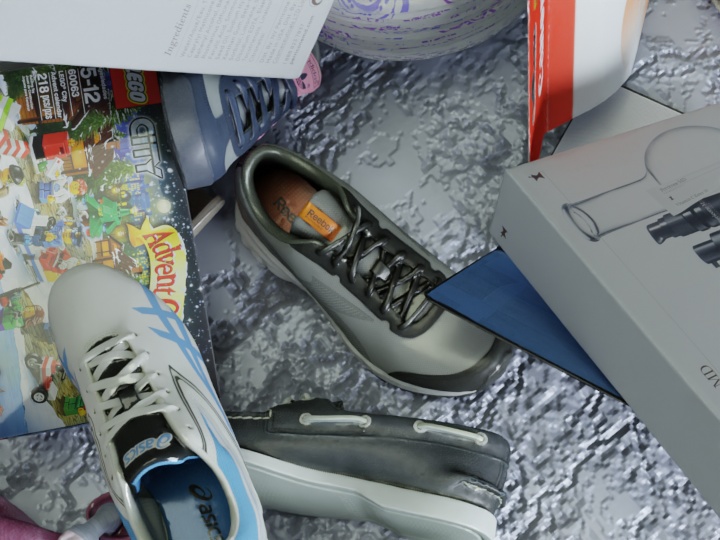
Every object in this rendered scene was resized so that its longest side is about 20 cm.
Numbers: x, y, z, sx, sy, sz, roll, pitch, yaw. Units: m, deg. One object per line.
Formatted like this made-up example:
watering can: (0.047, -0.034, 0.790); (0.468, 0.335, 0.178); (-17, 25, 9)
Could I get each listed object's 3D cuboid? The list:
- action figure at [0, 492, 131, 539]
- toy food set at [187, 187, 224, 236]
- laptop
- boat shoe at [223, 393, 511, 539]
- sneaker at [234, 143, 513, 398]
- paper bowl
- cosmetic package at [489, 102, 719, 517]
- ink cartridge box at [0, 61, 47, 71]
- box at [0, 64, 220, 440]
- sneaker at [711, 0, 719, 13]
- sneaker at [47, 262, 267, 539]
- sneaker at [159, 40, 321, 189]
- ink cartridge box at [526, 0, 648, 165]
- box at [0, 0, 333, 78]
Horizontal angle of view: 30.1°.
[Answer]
action figure: (-0.156, 0.175, 0.731); (0.198, 0.149, 0.135); (6, 105, -7)
toy food set: (-0.198, -0.047, 0.816); (0.200, 0.060, 0.144); (39, 81, 19)
laptop: (0.166, -0.011, 0.717); (0.186, 0.116, 0.201); (27, 77, 16)
boat shoe: (-0.016, 0.101, 0.733); (0.199, 0.076, 0.061); (13, 64, 11)
sneaker: (0.000, 0.000, 0.760); (0.200, 0.079, 0.074); (37, 78, 17)
paper bowl: (0.029, -0.222, 0.818); (0.199, 0.104, 0.202); (-3, 71, 9)
cosmetic package: (0.180, 0.010, 0.659); (0.150, 0.052, 0.200); (-20, 53, -23)
ink cartridge box: (-0.289, -0.174, 0.799); (0.199, 0.086, 0.148); (-14, 59, 4)
box: (-0.162, -0.014, 0.750); (0.136, 0.038, 0.202); (-10, 86, -9)
sneaker: (0.227, -0.203, 0.800); (0.200, 0.075, 0.087); (40, 86, 20)
sneaker: (-0.106, 0.075, 0.678); (0.072, 0.073, 0.201); (-29, 68, -3)
sneaker: (-0.065, -0.107, 0.761); (0.081, 0.071, 0.200); (-7, 27, 4)
ink cartridge box: (0.127, -0.153, 0.715); (0.050, 0.163, 0.201); (6, 49, 12)
box: (-0.124, -0.188, 0.687); (0.152, 0.199, 0.107); (51, 127, 32)
